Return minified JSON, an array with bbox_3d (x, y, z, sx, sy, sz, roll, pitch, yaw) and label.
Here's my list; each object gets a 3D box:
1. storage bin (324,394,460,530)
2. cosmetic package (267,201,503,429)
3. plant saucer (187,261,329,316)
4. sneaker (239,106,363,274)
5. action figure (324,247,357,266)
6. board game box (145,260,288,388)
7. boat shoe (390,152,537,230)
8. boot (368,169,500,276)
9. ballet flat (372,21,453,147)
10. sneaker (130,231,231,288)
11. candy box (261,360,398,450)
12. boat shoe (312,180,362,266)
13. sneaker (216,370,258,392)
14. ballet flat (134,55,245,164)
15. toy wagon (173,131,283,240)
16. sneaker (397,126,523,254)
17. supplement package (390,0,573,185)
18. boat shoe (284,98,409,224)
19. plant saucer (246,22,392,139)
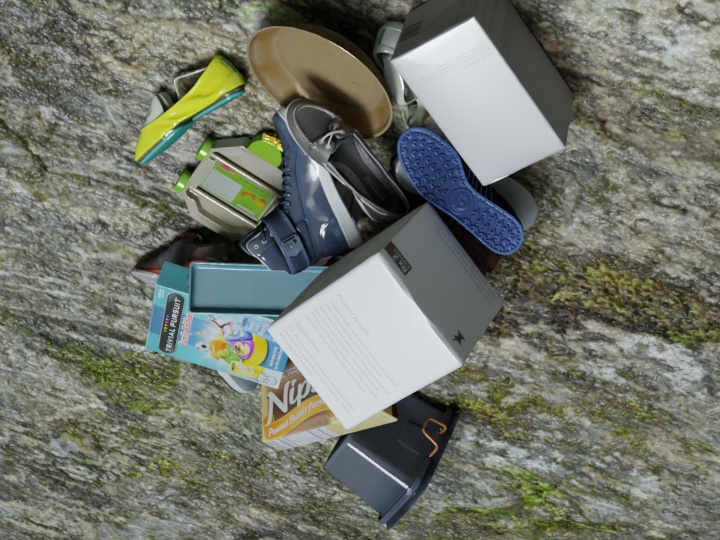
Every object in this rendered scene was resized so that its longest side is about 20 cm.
[{"bbox_3d":[0.046,0.255,1.929,0.134,0.200,0.146,34,131,-3],"label":"storage bin"},{"bbox_3d":[0.032,0.054,1.585,0.200,0.165,0.165,-33,98,34],"label":"cosmetic package"},{"bbox_3d":[-0.128,0.026,1.738,0.200,0.070,0.019,2,175,-2],"label":"plant saucer"},{"bbox_3d":[-0.103,-0.093,1.660,0.146,0.077,0.202,-26,98,-2],"label":"sneaker"},{"bbox_3d":[0.000,0.000,1.785,0.099,0.065,0.200,-2,-178,-34],"label":"action figure"},{"bbox_3d":[-0.191,0.079,1.813,0.200,0.047,0.151,17,139,-2],"label":"board game box"},{"bbox_3d":[0.133,-0.109,1.675,0.200,0.064,0.071,22,101,-12],"label":"boat shoe"},{"bbox_3d":[0.079,-0.021,1.690,0.200,0.187,0.064,35,141,-18],"label":"boot"},{"bbox_3d":[0.068,-0.211,1.603,0.069,0.069,0.200,-16,124,26],"label":"ballet flat"},{"bbox_3d":[-0.247,-0.013,1.864,0.200,0.082,0.077,-2,152,43],"label":"sneaker"},{"bbox_3d":[-0.048,0.178,1.878,0.200,0.116,0.055,-18,149,26],"label":"candy box"},{"bbox_3d":[-0.067,-0.054,1.752,0.066,0.072,0.200,11,136,-36],"label":"boat shoe"},{"bbox_3d":[-0.156,0.100,1.922,0.121,0.084,0.200,1,129,27],"label":"sneaker"},{"bbox_3d":[-0.233,-0.213,1.695,0.200,0.067,0.067,-31,95,31],"label":"ballet flat"},{"bbox_3d":[-0.153,-0.121,1.759,0.155,0.040,0.200,31,129,-12],"label":"toy wagon"},{"bbox_3d":[0.122,-0.097,1.610,0.070,0.078,0.200,-43,91,7],"label":"sneaker"},{"bbox_3d":[0.147,-0.224,1.535,0.120,0.121,0.200,-24,119,30],"label":"supplement package"},{"bbox_3d":[-0.010,-0.137,1.608,0.200,0.067,0.057,47,164,-19],"label":"boat shoe"},{"bbox_3d":[-0.044,-0.239,1.593,0.200,0.035,0.200,24,155,12],"label":"plant saucer"}]
